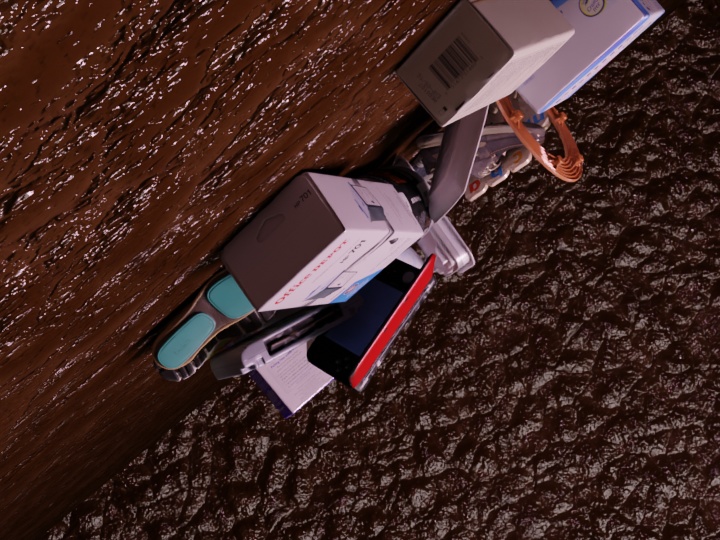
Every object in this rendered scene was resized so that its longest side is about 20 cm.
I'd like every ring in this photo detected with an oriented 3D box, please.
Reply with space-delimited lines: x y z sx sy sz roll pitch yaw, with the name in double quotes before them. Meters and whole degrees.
"ring" 0.247 -0.210 1.198 0.019 0.201 0.200 -36 180 33

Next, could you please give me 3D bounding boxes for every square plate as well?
"square plate" 0.130 -0.176 1.144 0.198 0.028 0.201 120 -15 -80

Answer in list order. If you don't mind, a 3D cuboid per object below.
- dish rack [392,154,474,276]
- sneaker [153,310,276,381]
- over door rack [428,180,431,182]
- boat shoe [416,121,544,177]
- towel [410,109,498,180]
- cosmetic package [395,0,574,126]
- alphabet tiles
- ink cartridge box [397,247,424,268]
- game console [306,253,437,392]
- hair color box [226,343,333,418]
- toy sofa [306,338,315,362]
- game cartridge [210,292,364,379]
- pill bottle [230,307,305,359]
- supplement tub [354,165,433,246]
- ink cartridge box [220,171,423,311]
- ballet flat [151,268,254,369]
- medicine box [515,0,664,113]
"dish rack" 0.094 -0.074 1.350 0.043 0.200 0.172 -35 176 -8
"sneaker" -0.190 0.064 1.170 0.200 0.078 0.090 -35 -175 1
"over door rack" 0.096 -0.122 1.764 0.200 0.066 0.148 -61 -179 -10
"boat shoe" 0.178 -0.175 1.276 0.200 0.074 0.074 -1 -167 36
"towel" 0.141 -0.213 1.576 0.200 0.035 0.193 -35 172 -35
"cosmetic package" 0.129 -0.218 0.864 0.104 0.073 0.200 -42 177 33
"alphabet tiles" 0.202 -0.201 1.338 0.200 0.015 0.196 -34 -141 29
"ink cartridge box" 0.000 0.000 1.348 0.047 0.160 0.200 -34 -168 46
"game console" 0.009 0.055 1.209 0.200 0.172 0.119 -54 139 -11
"hair color box" -0.149 0.145 1.522 0.109 0.200 0.065 -39 179 -26
"toy sofa" -0.041 0.049 1.400 0.083 0.201 0.098 2 156 -19
"game cartridge" -0.104 0.088 1.190 0.200 0.042 0.133 -27 -172 -32
"pill bottle" -0.147 0.081 1.390 0.120 0.120 0.200 -38 177 -29
"supplement tub" 0.023 -0.073 1.192 0.122 0.123 0.200 -41 177 23
"ink cartridge box" -0.039 -0.031 1.001 0.146 0.086 0.200 -41 164 23
"ballet flat" -0.183 0.042 1.086 0.200 0.069 0.063 -38 -155 6
"medicine box" 0.294 -0.317 1.168 0.182 0.103 0.200 -42 177 30
